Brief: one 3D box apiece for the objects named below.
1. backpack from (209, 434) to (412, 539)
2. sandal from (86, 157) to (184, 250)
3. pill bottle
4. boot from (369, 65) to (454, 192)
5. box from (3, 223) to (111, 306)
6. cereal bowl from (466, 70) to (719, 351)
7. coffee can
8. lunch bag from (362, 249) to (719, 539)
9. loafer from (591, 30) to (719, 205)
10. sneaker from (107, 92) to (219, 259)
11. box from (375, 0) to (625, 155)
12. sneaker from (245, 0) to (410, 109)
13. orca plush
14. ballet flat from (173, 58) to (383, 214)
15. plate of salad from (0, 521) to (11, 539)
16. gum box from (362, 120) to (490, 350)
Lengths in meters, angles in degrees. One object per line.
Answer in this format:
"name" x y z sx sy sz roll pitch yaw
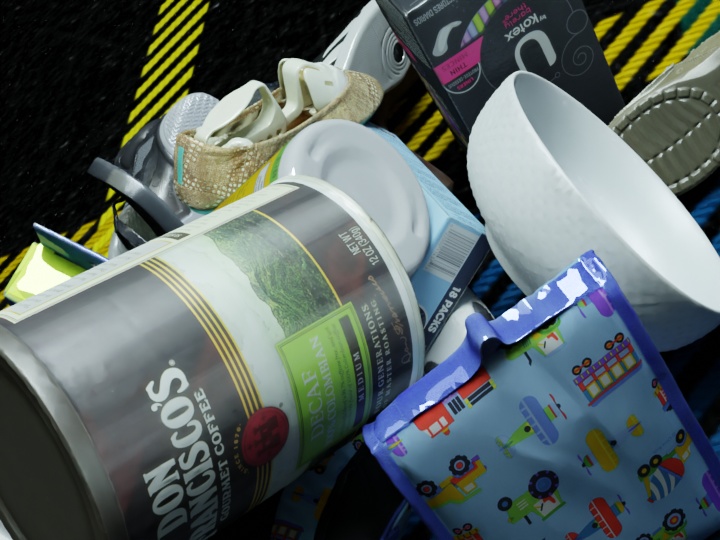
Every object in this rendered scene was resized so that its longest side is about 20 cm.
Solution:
"backpack" -0.060 0.156 0.668 0.180 0.136 0.200 17 39 22
"sandal" -0.145 -0.007 0.884 0.043 0.201 0.076 -44 16 -11
"pill bottle" -0.054 -0.005 0.743 0.199 0.110 0.112 -34 32 45
"boot" 0.036 -0.113 0.957 0.186 0.064 0.200 -40 42 -2
"box" -0.160 0.052 0.743 0.120 0.201 0.048 26 68 7
"cereal bowl" 0.139 -0.026 0.704 0.083 0.199 0.202 -45 36 24
"coffee can" -0.085 0.054 0.567 0.199 0.149 0.145 -29 31 -36
"lunch bag" 0.100 0.094 0.602 0.150 0.201 0.094 -35 40 2
"loafer" 0.247 -0.118 0.798 0.199 0.076 0.067 -38 1 12
"sneaker" -0.181 -0.055 0.978 0.113 0.075 0.203 -3 62 57
"box" 0.104 -0.171 0.847 0.121 0.201 0.106 -35 40 3
"sneaker" -0.035 -0.164 0.949 0.111 0.073 0.201 8 55 38
"orca plush" 0.084 0.047 0.754 0.199 0.070 0.107 -6 62 67
"ballet flat" -0.055 -0.114 0.809 0.070 0.066 0.200 22 47 34
"plate of salad" -0.216 0.124 0.858 0.196 0.048 0.204 -1 76 4
"gum box" 0.000 0.000 0.810 0.171 0.044 0.200 -59 28 15
